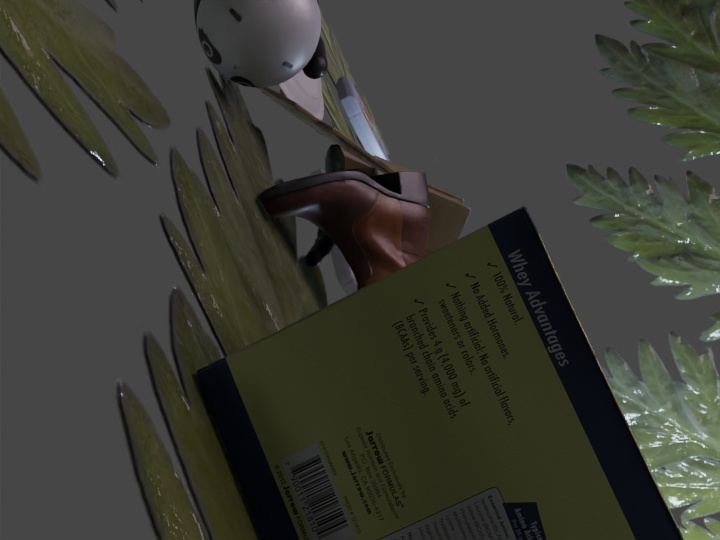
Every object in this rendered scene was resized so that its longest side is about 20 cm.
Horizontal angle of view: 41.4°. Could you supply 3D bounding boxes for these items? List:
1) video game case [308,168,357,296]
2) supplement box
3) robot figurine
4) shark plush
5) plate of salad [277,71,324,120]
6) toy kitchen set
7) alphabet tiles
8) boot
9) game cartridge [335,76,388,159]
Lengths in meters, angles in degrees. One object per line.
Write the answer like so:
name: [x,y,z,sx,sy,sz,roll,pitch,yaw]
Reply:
video game case: [0.000,0.000,1.151,0.183,0.023,0.201,58,10,-41]
supplement box: [0.049,0.104,0.545,0.202,0.198,0.134,65,8,9]
robot figurine: [-0.105,-0.261,0.938,0.201,0.148,0.126,-106,-164,-53]
shark plush: [-0.014,-0.048,0.996,0.090,0.084,0.201,25,30,-13]
plate of salad: [-0.105,-0.282,1.244,0.201,0.047,0.202,55,22,-34]
toy kitchen set: [0.029,-0.044,1.296,0.197,0.183,0.163,22,13,-7]
alphabet tiles: [-0.037,-0.156,1.062,0.165,0.006,0.200,31,4,-34]
boot: [-0.006,0.010,0.898,0.186,0.068,0.204,-4,91,-43]
game cartridge: [0.007,-0.311,2.062,0.201,0.040,0.134,59,14,-31]
